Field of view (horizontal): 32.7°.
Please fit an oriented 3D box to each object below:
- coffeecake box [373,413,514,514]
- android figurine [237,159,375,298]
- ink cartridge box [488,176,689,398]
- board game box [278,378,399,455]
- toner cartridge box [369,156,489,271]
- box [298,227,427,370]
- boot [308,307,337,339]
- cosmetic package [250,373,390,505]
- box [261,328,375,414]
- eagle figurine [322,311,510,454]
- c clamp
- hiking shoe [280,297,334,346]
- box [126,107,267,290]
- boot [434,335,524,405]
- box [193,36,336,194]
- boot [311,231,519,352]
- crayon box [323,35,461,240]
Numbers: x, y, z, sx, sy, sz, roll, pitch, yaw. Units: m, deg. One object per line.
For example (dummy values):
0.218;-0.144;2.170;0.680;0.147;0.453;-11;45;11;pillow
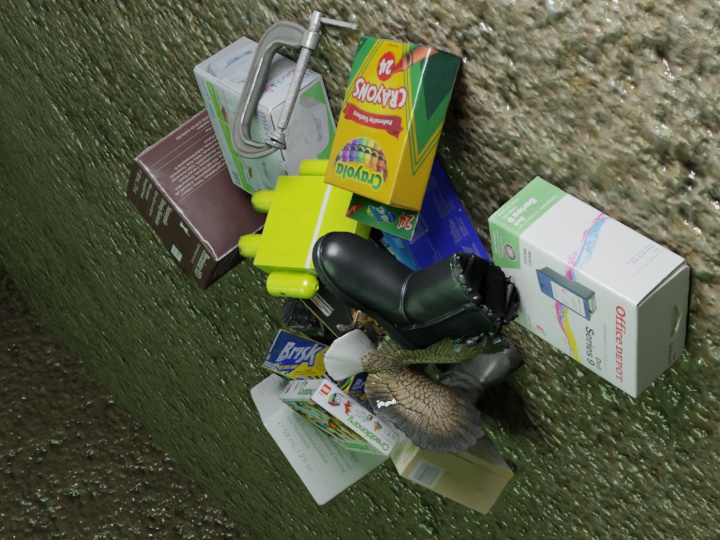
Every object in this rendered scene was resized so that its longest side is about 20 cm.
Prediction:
0.101;0.225;1.686;0.153;0.073;0.200;28;-165;-26;coffeecake box
-0.060;-0.055;1.514;0.198;0.184;0.041;2;160;35;android figurine
0.236;0.016;1.276;0.199;0.087;0.146;33;150;35;ink cartridge box
-0.032;0.196;1.648;0.126;0.035;0.200;38;166;-9;board game box
0.080;-0.050;1.468;0.043;0.095;0.201;6;129;60;toner cartridge box
0.033;0.033;1.556;0.200;0.159;0.049;46;-170;-15;box
0.000;0.000;1.595;0.072;0.143;0.202;49;144;44;boot
-0.039;0.216;1.897;0.168;0.199;0.166;57;176;-17;cosmetic package
-0.051;0.142;1.740;0.070;0.065;0.199;34;167;-38;box
0.065;0.114;1.482;0.199;0.151;0.152;27;159;24;eagle figurine
-0.094;-0.223;1.476;0.027;0.202;0.170;15;-169;-42;c clamp
-0.011;0.083;1.745;0.198;0.076;0.101;21;174;22;hiking shoe
-0.232;-0.113;1.884;0.200;0.164;0.166;50;157;4;box
0.118;0.143;1.626;0.068;0.130;0.200;55;158;-11;boot
-0.116;-0.184;1.646;0.176;0.096;0.201;31;149;41;box
0.063;0.013;1.318;0.198;0.074;0.162;42;146;-22;boot
0.028;-0.145;1.326;0.126;0.050;0.202;21;99;51;crayon box
